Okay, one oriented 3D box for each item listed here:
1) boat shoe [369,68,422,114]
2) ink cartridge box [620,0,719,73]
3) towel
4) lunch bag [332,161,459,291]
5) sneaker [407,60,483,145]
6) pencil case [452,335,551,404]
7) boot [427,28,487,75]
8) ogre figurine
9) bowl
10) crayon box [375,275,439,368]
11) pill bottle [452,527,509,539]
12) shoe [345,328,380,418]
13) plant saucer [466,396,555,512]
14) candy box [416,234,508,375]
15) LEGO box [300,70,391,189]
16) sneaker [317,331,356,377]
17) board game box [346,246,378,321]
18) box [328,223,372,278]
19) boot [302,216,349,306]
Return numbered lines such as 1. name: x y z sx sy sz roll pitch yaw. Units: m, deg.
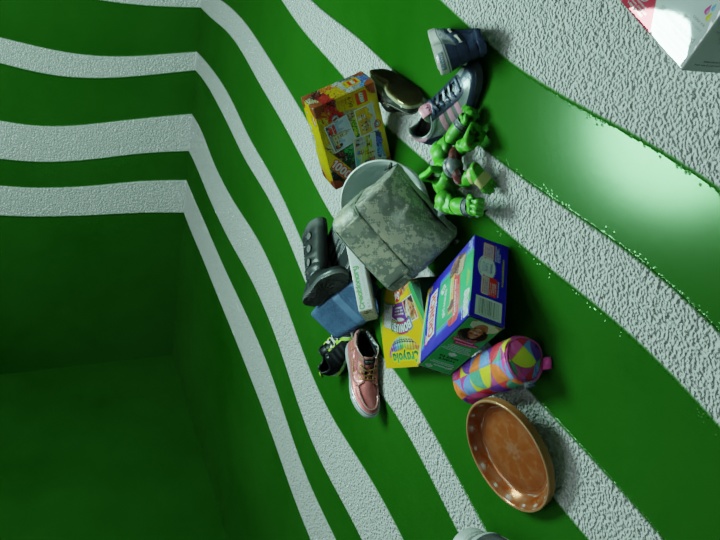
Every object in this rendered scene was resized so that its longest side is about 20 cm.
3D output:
1. boat shoe: 0.073 -0.366 1.560 0.201 0.070 0.067 -126 30 -48
2. ink cartridge box: 0.408 -0.350 0.836 0.202 0.084 0.149 113 143 -46
3. towel: -0.024 0.085 1.756 0.112 0.049 0.199 46 133 -11
4. lunch bag: 0.072 -0.085 1.422 0.167 0.140 0.200 -39 98 27
5. sneaker: 0.156 -0.305 1.371 0.201 0.081 0.071 120 139 -49
6. pencil case: 0.236 0.174 1.271 0.200 0.087 0.090 141 121 -61
7. boot: 0.176 -0.407 1.344 0.201 0.089 0.074 -91 -19 -61
8. ogre figurine: 0.174 -0.185 1.338 0.119 0.097 0.204 -22 85 51
9. bowl: 0.064 -0.141 1.534 0.197 0.090 0.205 9 115 19
10. crayon box: 0.107 0.113 1.556 0.199 0.057 0.176 160 104 -64
11. pill bottle: 0.242 0.521 1.270 0.199 0.111 0.116 -1 93 64
12. shoe: 0.011 0.242 1.760 0.091 0.070 0.203 116 146 -55
13. plant saucer: 0.256 0.310 1.259 0.200 0.032 0.203 38 139 43
14. candy box: 0.180 0.065 1.310 0.201 0.076 0.171 123 162 -52
15. LEGO box: -0.027 -0.302 1.601 0.077 0.147 0.202 51 163 49
16. sneaker: -0.065 0.202 1.902 0.072 0.081 0.203 54 140 47
17. board game box: 0.000 0.000 1.609 0.126 0.034 0.204 64 -166 -75
18. box: -0.038 -0.012 1.822 0.201 0.077 0.143 117 143 -46
19. boot: -0.086 -0.038 1.760 0.164 0.065 0.203 -35 44 42
